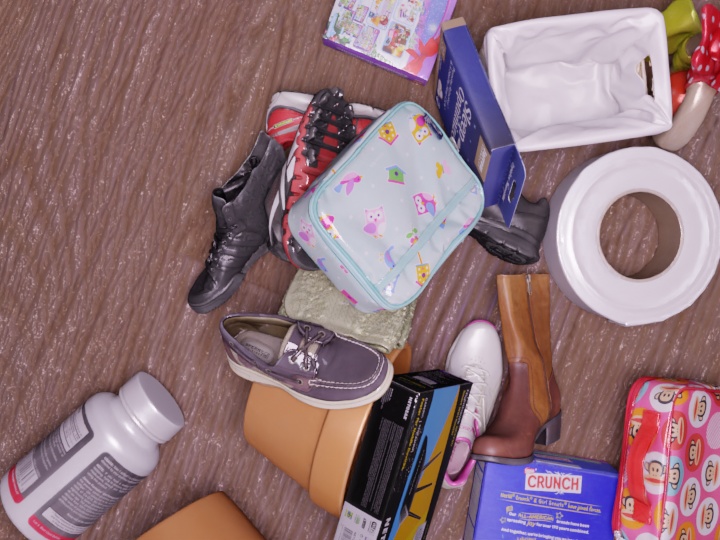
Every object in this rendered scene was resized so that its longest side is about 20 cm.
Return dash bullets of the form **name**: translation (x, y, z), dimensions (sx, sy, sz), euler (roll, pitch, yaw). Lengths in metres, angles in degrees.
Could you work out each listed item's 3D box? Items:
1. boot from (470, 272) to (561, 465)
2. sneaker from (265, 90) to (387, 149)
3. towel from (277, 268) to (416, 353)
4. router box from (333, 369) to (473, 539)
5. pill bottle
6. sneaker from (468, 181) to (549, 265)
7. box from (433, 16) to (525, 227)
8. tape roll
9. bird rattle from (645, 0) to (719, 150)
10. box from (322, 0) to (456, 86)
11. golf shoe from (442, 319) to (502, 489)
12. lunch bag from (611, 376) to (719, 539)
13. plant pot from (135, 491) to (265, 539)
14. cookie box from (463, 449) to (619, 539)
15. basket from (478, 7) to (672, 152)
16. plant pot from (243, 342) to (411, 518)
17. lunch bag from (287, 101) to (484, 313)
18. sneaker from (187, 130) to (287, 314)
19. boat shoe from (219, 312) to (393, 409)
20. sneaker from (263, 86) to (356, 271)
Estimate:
- **boot**: translation (0.177, 0.106, 0.934), dimensions (0.186, 0.067, 0.206), euler (-8, 96, -46)
- **sneaker**: translation (-0.016, -0.153, 0.967), dimensions (0.195, 0.077, 0.087), euler (12, 97, 9)
- **towel**: translation (0.000, 0.000, 0.917), dimensions (0.145, 0.037, 0.203), euler (11, 49, 11)
- **router box**: translation (0.046, 0.210, 0.873), dimensions (0.050, 0.148, 0.205), euler (19, 97, 28)
- **pill bottle**: translation (-0.302, 0.213, 0.948), dimensions (0.199, 0.111, 0.111), euler (-41, 93, 0)
- **sneaker**: translation (0.134, -0.085, 0.976), dimensions (0.197, 0.076, 0.092), euler (27, 79, -6)
- **box**: translation (0.125, -0.156, 0.902), dimensions (0.032, 0.122, 0.204), euler (-15, 66, -7)
- **tape roll**: translation (0.319, -0.040, 0.977), dimensions (0.197, 0.071, 0.208), euler (0, 92, -3)
- **bird rattle**: translation (0.377, -0.212, 0.919), dimensions (0.110, 0.201, 0.166), euler (11, 117, -6)
- **box**: translation (0.051, -0.340, 0.972), dimensions (0.134, 0.039, 0.204), euler (21, 91, -2)
- **golf shoe**: translation (0.129, 0.160, 0.969), dimensions (0.073, 0.092, 0.205), euler (13, 91, -1)
- **lunch bag**: translation (0.356, 0.226, 0.944), dimensions (0.173, 0.081, 0.206), euler (10, 88, -40)
- **plant pot**: translation (-0.178, 0.345, 0.919), dimensions (0.198, 0.200, 0.142), euler (-33, 77, 0)
- **cookie box**: translation (0.210, 0.322, 0.985), dimensions (0.167, 0.075, 0.205), euler (10, 92, -2)
- **basket**: translation (0.234, -0.208, 0.941), dimensions (0.195, 0.123, 0.139), euler (-7, 93, -1)
- **plant pot**: translation (-0.041, 0.154, 0.923), dimensions (0.137, 0.200, 0.205), euler (19, 92, 13)
- **lunch bag**: translation (0.036, -0.064, 0.853), dimensions (0.161, 0.077, 0.200), euler (48, 63, -12)
- **sneaker**: translation (-0.147, -0.053, 0.949), dimensions (0.200, 0.060, 0.105), euler (-44, 127, -6)
- **boat shoe**: translation (-0.062, 0.084, 0.827), dimensions (0.196, 0.065, 0.073), euler (11, 58, 31)
- **sneaker**: translation (-0.061, -0.100, 0.907), dimensions (0.070, 0.097, 0.206), euler (16, 80, -35)
